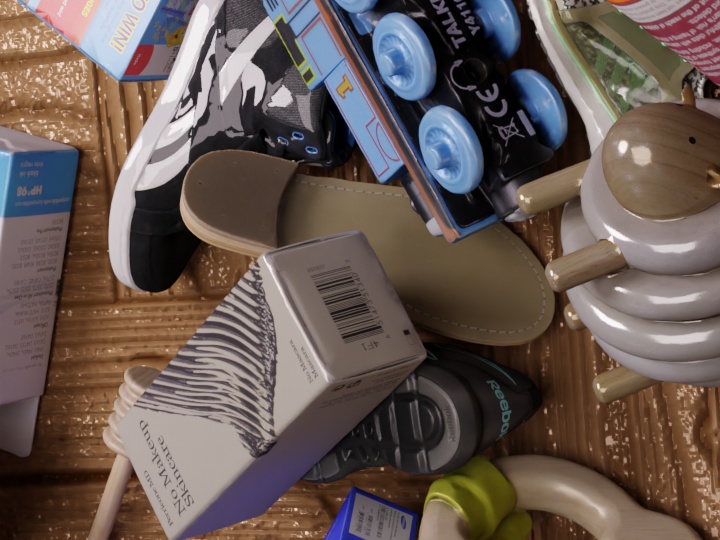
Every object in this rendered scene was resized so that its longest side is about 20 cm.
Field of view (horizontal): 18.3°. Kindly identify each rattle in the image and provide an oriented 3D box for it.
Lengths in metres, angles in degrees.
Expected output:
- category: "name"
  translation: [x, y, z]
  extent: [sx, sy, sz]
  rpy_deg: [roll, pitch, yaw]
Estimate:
- category: "rattle"
  translation: [0.123, 0.186, 1.178]
  extent: [0.199, 0.130, 0.143]
  rpy_deg: [11, 112, 3]

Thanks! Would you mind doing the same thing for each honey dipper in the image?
- category: "honey dipper"
  translation: [-0.155, 0.153, 1.352]
  extent: [0.038, 0.038, 0.201]
  rpy_deg: [29, 110, 24]

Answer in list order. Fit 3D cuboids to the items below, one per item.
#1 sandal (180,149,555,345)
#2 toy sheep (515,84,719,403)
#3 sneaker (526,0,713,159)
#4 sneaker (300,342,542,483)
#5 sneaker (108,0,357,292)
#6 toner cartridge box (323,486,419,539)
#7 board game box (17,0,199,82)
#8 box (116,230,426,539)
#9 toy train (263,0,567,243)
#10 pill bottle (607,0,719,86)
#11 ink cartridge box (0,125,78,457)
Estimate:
- category: "sandal"
  translation: [0.002, -0.005, 1.231]
  extent: [0.211, 0.070, 0.078]
  rpy_deg: [19, 65, 0]
- category: "toy sheep"
  translation: [0.155, -0.006, 1.055]
  extent: [0.137, 0.200, 0.138]
  rpy_deg: [-10, 53, 14]
- category: "sneaker"
  translation: [0.150, -0.105, 1.140]
  extent: [0.088, 0.077, 0.201]
  rpy_deg: [-22, 90, 20]
- category: "sneaker"
  translation: [0.014, 0.076, 1.231]
  extent: [0.200, 0.079, 0.076]
  rpy_deg: [4, 105, 50]
- category: "sneaker"
  translation: [-0.065, -0.061, 1.258]
  extent: [0.112, 0.073, 0.201]
  rpy_deg: [29, 108, 24]
- category: "toner cartridge box"
  translation: [-0.029, 0.223, 1.226]
  extent: [0.043, 0.095, 0.200]
  rpy_deg: [24, 123, -4]
- category: "board game box"
  translation: [-0.149, -0.245, 1.299]
  extent: [0.196, 0.056, 0.200]
  rpy_deg: [39, 112, 21]
- category: "box"
  translation: [-0.052, 0.064, 1.191]
  extent: [0.082, 0.068, 0.200]
  rpy_deg: [62, 140, 18]
- category: "toy train"
  translation: [0.029, -0.106, 1.167]
  extent: [0.200, 0.087, 0.114]
  rpy_deg: [61, 150, 6]
- category: "pill bottle"
  translation: [0.202, -0.127, 1.026]
  extent: [0.200, 0.114, 0.114]
  rpy_deg: [34, 117, -20]
- category: "ink cartridge box"
  translation: [-0.250, 0.011, 1.375]
  extent: [0.115, 0.067, 0.201]
  rpy_deg: [16, 103, 28]
